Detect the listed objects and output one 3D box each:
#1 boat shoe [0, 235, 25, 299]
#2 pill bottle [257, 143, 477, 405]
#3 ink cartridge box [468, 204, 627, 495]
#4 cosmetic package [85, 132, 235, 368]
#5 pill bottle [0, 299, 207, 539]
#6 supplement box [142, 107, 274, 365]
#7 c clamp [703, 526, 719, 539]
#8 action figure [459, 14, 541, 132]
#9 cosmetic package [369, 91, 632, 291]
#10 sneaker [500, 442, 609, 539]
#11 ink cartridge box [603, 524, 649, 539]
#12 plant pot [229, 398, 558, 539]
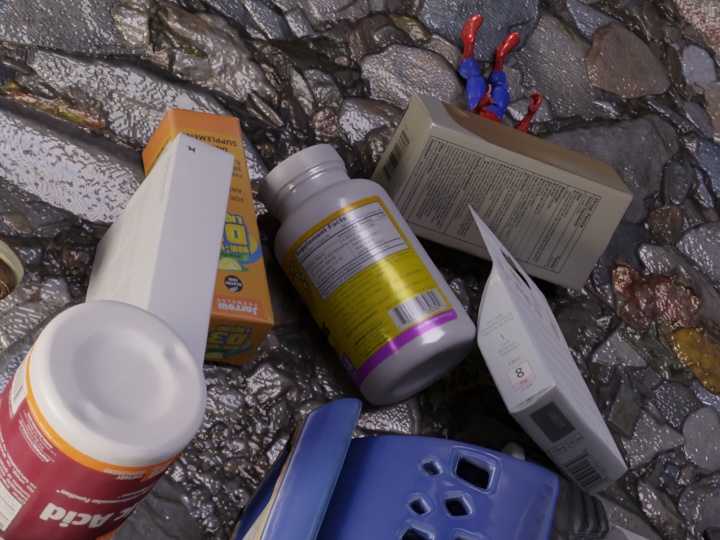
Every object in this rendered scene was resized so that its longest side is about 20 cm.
[{"bbox_3d":[-0.339,-0.017,1.337,0.202,0.075,0.075,24,60,-8],"label":"boat shoe"},{"bbox_3d":[0.000,0.000,1.512,0.104,0.104,0.200,-18,68,-41],"label":"pill bottle"},{"bbox_3d":[0.135,0.066,1.542,0.163,0.057,0.200,47,12,-48],"label":"ink cartridge box"},{"bbox_3d":[-0.153,0.023,1.361,0.052,0.151,0.200,21,48,-18],"label":"cosmetic package"},{"bbox_3d":[-0.188,0.117,1.230,0.114,0.200,0.114,17,50,-21],"label":"pill bottle"},{"bbox_3d":[-0.119,-0.027,1.483,0.067,0.069,0.200,7,55,-28],"label":"supplement box"},{"bbox_3d":[0.356,0.255,1.513,0.171,0.027,0.200,27,11,-25],"label":"c clamp"},{"bbox_3d":[0.125,-0.163,1.730,0.065,0.099,0.200,21,50,-17],"label":"action figure"},{"bbox_3d":[0.118,-0.066,1.631,0.200,0.105,0.071,20,23,-21],"label":"cosmetic package"},{"bbox_3d":[0.138,0.225,1.451,0.099,0.071,0.200,25,42,-8],"label":"sneaker"},{"bbox_3d":[0.268,0.286,1.417,0.200,0.083,0.147,26,12,-28],"label":"ink cartridge box"},{"bbox_3d":[0.000,0.218,1.284,0.180,0.200,0.200,27,47,-6],"label":"plant pot"}]
